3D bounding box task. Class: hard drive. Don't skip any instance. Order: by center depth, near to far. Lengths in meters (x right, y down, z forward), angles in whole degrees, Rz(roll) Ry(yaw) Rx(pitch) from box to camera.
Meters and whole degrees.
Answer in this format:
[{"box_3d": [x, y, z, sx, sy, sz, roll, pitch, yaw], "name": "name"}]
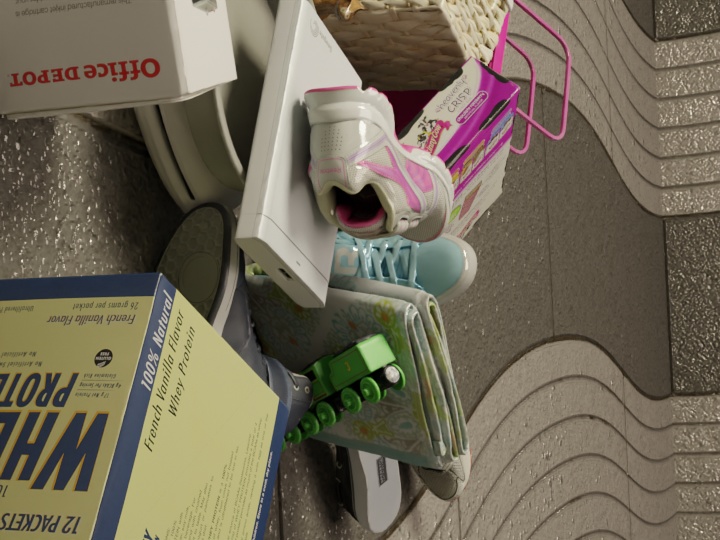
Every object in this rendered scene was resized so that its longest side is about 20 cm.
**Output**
[{"box_3d": [-0.044, -0.089, 1.053, 0.132, 0.027, 0.201, 49, 45, -59], "name": "hard drive"}]

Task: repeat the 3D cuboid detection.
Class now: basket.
[{"box_3d": [0.029, -0.254, 1.303, 0.136, 0.199, 0.124, 54, 45, -51], "name": "basket"}]

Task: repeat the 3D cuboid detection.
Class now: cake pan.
[{"box_3d": [-0.080, -0.149, 1.050, 0.200, 0.037, 0.201, 0, 90, -68], "name": "cake pan"}]

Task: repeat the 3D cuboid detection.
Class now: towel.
[{"box_3d": [-0.005, 0.080, 1.183, 0.048, 0.199, 0.172, -42, 128, -41], "name": "towel"}]

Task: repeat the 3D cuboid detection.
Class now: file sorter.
[{"box_3d": [0.105, -0.181, 1.425, 0.125, 0.200, 0.139, 33, 54, -35], "name": "file sorter"}]

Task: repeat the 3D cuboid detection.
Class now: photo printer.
[{"box_3d": [-0.116, -0.150, 1.105, 0.200, 0.069, 0.167, -63, 144, -49], "name": "photo printer"}]

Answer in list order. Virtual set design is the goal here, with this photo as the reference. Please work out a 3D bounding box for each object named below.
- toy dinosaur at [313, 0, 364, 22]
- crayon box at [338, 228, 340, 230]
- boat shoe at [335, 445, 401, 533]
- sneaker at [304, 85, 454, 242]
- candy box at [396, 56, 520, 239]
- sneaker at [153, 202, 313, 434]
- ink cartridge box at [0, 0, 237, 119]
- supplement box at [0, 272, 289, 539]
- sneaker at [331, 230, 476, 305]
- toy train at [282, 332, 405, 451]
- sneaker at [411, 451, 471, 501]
[{"box_3d": [-0.064, -0.252, 1.226, 0.106, 0.200, 0.060, -47, 143, 3], "name": "toy dinosaur"}, {"box_3d": [-0.016, 0.012, 1.348, 0.127, 0.051, 0.201, 40, 51, -61], "name": "crayon box"}, {"box_3d": [0.001, 0.165, 1.322, 0.069, 0.057, 0.201, -28, 128, -39], "name": "boat shoe"}, {"box_3d": [0.009, -0.060, 1.059, 0.200, 0.081, 0.089, 40, 55, -53], "name": "sneaker"}, {"box_3d": [0.081, -0.091, 1.295, 0.136, 0.061, 0.200, -48, 162, -20], "name": "candy box"}, {"box_3d": [-0.098, 0.052, 1.096, 0.146, 0.077, 0.203, 8, 90, -56], "name": "sneaker"}, {"box_3d": [-0.172, -0.207, 0.881, 0.083, 0.146, 0.201, -37, 122, -65], "name": "ink cartridge box"}, {"box_3d": [-0.161, 0.136, 0.882, 0.200, 0.134, 0.201, 54, 39, -53], "name": "supplement box"}, {"box_3d": [0.000, 0.000, 1.201, 0.082, 0.199, 0.074, 6, 82, -62], "name": "sneaker"}, {"box_3d": [-0.031, 0.104, 1.158, 0.042, 0.200, 0.057, -24, 84, -38], "name": "toy train"}, {"box_3d": [0.057, 0.183, 1.488, 0.200, 0.078, 0.082, 60, 38, -30], "name": "sneaker"}]
